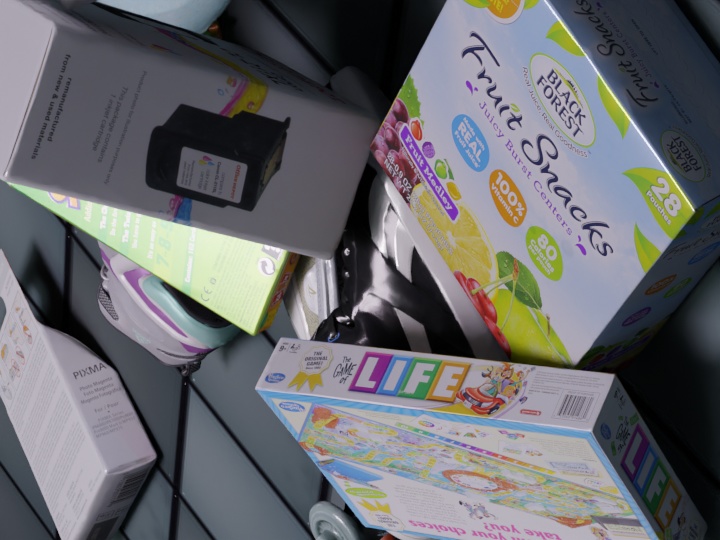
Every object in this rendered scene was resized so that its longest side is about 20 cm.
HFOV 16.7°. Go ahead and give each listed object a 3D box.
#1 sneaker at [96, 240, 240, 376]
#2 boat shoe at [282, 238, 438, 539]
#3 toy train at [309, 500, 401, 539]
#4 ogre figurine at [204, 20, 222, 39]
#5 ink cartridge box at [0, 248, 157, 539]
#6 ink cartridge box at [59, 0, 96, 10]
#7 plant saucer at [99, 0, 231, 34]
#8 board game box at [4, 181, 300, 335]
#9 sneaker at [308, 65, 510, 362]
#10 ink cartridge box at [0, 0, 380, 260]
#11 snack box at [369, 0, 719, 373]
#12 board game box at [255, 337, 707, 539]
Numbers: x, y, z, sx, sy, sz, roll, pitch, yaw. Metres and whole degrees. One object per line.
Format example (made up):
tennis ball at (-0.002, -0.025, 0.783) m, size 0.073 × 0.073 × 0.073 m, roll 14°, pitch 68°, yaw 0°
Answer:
sneaker at (-0.157, -0.018, 1.637) m, size 0.201 × 0.077 × 0.140 m, roll 62°, pitch 151°, yaw 12°
boat shoe at (0.011, 0.057, 1.401) m, size 0.065 × 0.074 × 0.203 m, roll -39°, pitch 67°, yaw 61°
toy train at (0.018, 0.196, 1.490) m, size 0.114 × 0.085 × 0.200 m, roll 44°, pitch 144°, yaw 17°
ogre figurine at (-0.140, -0.126, 1.510) m, size 0.120 × 0.098 × 0.201 m, roll -173°, pitch 78°, yaw -71°
ink cartridge box at (-0.232, 0.098, 1.900) m, size 0.201 × 0.057 × 0.163 m, roll 67°, pitch 154°, yaw 20°
ink cartridge box at (-0.071, -0.241, 1.188) m, size 0.145 × 0.199 × 0.147 m, roll 64°, pitch 153°, yaw 7°
plant saucer at (-0.126, -0.210, 1.408) m, size 0.200 × 0.039 × 0.202 m, roll -3°, pitch 83°, yaw 29°
board game box at (-0.121, -0.053, 1.423) m, size 0.199 × 0.030 × 0.096 m, roll 30°, pitch 113°, yaw 14°
sneaker at (0.000, 0.000, 1.320) m, size 0.201 × 0.112 × 0.073 m, roll 62°, pitch -165°, yaw 8°
ink cartridge box at (-0.113, -0.083, 1.270) m, size 0.146 × 0.199 × 0.083 m, roll 33°, pitch 106°, yaw 53°
snack box at (0.097, -0.055, 1.169) m, size 0.169 × 0.067 × 0.200 m, roll 56°, pitch 149°, yaw 17°
board game box at (0.061, 0.094, 1.242) m, size 0.199 × 0.034 × 0.135 m, roll 6°, pitch 146°, yaw 35°
